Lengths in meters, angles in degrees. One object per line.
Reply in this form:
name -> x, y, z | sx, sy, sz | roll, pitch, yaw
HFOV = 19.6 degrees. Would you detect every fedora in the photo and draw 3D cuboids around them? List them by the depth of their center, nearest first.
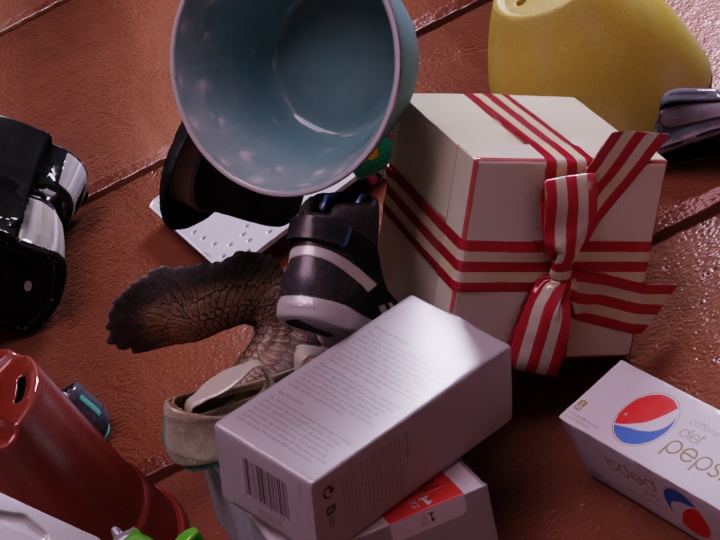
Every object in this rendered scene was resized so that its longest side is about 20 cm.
fedora -> -0.083, -0.096, 1.721 | 0.091, 0.201, 0.201 | 29, 58, 12

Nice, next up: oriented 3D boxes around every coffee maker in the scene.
coffee maker -> -0.369, -0.062, 2.065 | 0.134, 0.192, 0.200 | -37, 27, 22

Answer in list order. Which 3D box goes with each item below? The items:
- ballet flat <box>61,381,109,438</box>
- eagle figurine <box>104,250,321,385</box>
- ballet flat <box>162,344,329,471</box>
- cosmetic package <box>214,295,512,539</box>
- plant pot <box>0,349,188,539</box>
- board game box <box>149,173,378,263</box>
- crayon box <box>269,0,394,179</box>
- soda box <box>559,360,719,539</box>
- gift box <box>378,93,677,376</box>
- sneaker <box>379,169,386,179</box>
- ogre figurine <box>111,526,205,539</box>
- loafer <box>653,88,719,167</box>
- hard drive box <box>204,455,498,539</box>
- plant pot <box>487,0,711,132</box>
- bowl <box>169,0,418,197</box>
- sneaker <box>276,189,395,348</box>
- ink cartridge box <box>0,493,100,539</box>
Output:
ballet flat -> -0.318, 0.141, 1.867 | 0.199, 0.073, 0.073 | -16, 36, 23
eagle figurine -> -0.091, 0.049, 1.759 | 0.200, 0.151, 0.152 | -33, 41, -23
ballet flat -> -0.053, 0.090, 1.544 | 0.199, 0.063, 0.067 | -21, 27, -18
cosmetic package -> 0.005, 0.106, 1.462 | 0.200, 0.072, 0.101 | -32, 43, -33
plant pot -> -0.270, 0.182, 1.654 | 0.200, 0.196, 0.201 | -22, 34, 15
board game box -> -0.085, -0.082, 2.012 | 0.200, 0.026, 0.200 | -37, 33, -10
crayon box -> -0.024, -0.187, 1.721 | 0.058, 0.201, 0.119 | -26, 20, 11
soda box -> 0.229, 0.134, 1.435 | 0.068, 0.064, 0.200 | -40, 35, -15
gift box -> 0.135, -0.039, 1.600 | 0.199, 0.186, 0.187 | -5, 25, -18
sneaker -> 0.055, -0.065, 1.799 | 0.067, 0.108, 0.202 | -29, 33, 4
ogre figurine -> -0.126, 0.252, 1.514 | 0.098, 0.120, 0.200 | -29, 32, 2
loafer -> 0.319, -0.110, 1.696 | 0.199, 0.072, 0.063 | 5, 66, 51
hard drive box -> -0.010, 0.171, 1.524 | 0.155, 0.077, 0.200 | -21, 28, -16
plant pot -> 0.190, -0.197, 1.833 | 0.199, 0.142, 0.200 | -22, 34, 16
bowl -> -0.036, -0.160, 1.589 | 0.200, 0.202, 0.105 | -11, 0, 28
sneaker -> 0.000, 0.000, 1.567 | 0.073, 0.200, 0.113 | 6, 81, 18
ink cartridge box -> -0.296, 0.259, 1.542 | 0.200, 0.144, 0.085 | -54, 19, 33
